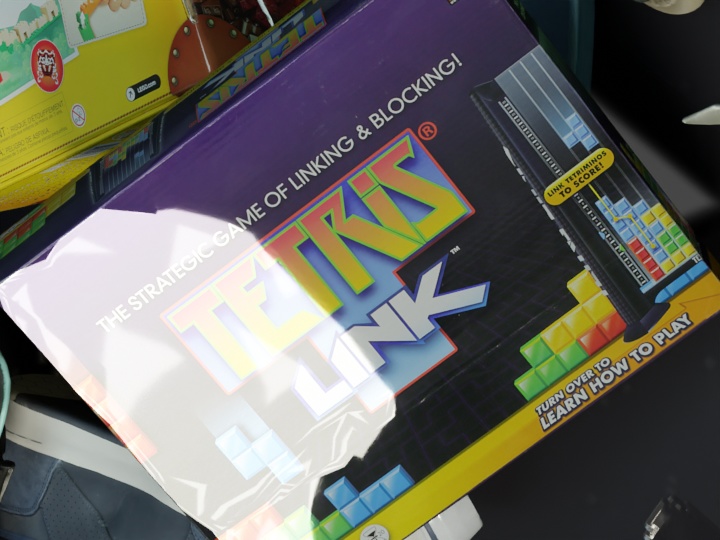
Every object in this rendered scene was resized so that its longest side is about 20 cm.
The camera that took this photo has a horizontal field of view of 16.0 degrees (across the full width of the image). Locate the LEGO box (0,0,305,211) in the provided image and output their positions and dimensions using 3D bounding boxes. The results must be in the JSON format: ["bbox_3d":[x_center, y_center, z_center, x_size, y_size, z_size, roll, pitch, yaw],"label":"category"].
[{"bbox_3d":[-0.107,-0.118,0.984,0.200,0.077,0.149,-20,85,47],"label":"LEGO box"}]

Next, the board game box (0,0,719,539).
[{"bbox_3d":[0.000,0.000,0.883,0.200,0.057,0.165,-37,110,9],"label":"board game box"}]

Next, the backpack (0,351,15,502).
[{"bbox_3d":[-0.246,0.076,1.096,0.200,0.153,0.176,-135,51,-60],"label":"backpack"}]

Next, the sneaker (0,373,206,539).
[{"bbox_3d":[-0.080,0.138,1.050,0.202,0.077,0.146,18,101,41],"label":"sneaker"}]

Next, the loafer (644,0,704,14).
[{"bbox_3d":[0.101,-0.183,0.851,0.076,0.068,0.200,33,140,58],"label":"loafer"}]

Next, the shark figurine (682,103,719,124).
[{"bbox_3d":[0.193,-0.117,0.787,0.128,0.215,0.090,28,162,-5],"label":"shark figurine"}]

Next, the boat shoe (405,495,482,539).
[{"bbox_3d":[-0.036,0.047,0.998,0.067,0.074,0.200,-39,62,-8],"label":"boat shoe"}]

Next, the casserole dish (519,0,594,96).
[{"bbox_3d":[0.034,-0.061,0.950,0.121,0.039,0.200,13,109,32],"label":"casserole dish"}]

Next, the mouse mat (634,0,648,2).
[{"bbox_3d":[0.052,-0.202,0.845,0.200,0.008,0.161,53,154,33],"label":"mouse mat"}]
